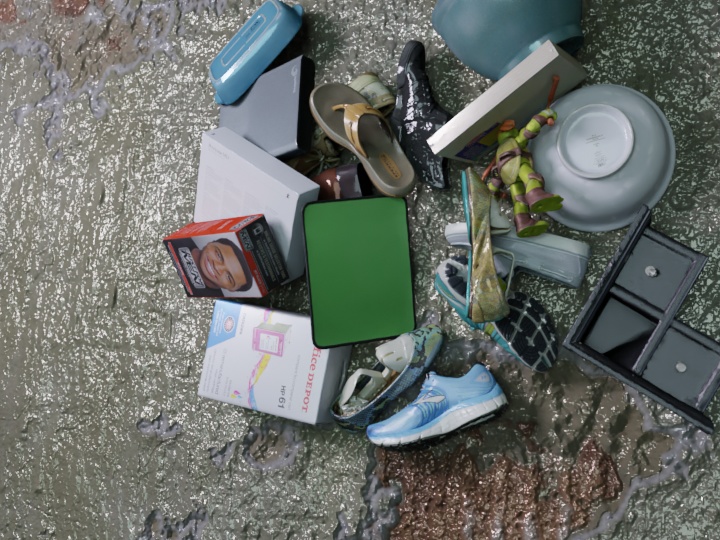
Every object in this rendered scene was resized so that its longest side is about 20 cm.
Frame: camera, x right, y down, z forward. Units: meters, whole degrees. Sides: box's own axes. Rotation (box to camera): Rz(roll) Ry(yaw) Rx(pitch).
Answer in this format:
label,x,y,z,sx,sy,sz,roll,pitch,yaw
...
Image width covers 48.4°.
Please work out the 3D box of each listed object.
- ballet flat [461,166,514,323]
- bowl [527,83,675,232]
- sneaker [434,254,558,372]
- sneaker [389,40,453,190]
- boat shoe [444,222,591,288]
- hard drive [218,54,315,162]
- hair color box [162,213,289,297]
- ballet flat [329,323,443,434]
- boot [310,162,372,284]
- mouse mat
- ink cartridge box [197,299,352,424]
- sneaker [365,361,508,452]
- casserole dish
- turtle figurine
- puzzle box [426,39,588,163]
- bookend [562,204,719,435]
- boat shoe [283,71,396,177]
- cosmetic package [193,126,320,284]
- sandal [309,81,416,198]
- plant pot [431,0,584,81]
label,x,y,z,sx,sy,sz,roll,pitch,yaw
ballet flat,0.163,-0.033,1.018,0.069,0.071,0.204,-5,75,19
bowl,0.308,-0.158,1.045,0.198,0.090,0.205,-3,82,20
sneaker,0.182,0.058,1.075,0.200,0.080,0.078,43,66,4
sneaker,0.098,-0.223,1.147,0.103,0.060,0.204,12,93,23
boat shoe,0.204,-0.018,1.074,0.198,0.070,0.073,11,85,19
hard drive,-0.144,-0.223,1.199,0.198,0.033,0.142,-10,72,44
hair color box,-0.199,-0.018,1.162,0.198,0.061,0.103,-3,114,47
ballet flat,0.032,0.144,1.110,0.074,0.074,0.201,43,97,19
boot,-0.071,-0.047,1.183,0.197,0.068,0.192,-13,92,24
mouse mat,0.000,0.000,1.108,0.158,0.008,0.204,-6,94,-21
ink cartridge box,-0.122,0.131,1.166,0.197,0.085,0.147,9,86,19
sneaker,0.098,0.186,1.094,0.197,0.078,0.091,-23,66,7
casserole dish,-0.169,-0.344,1.237,0.200,0.039,0.122,-44,36,10
turtle figurine,0.208,-0.137,1.027,0.201,0.063,0.163,-55,38,45
puzzle box,0.192,-0.213,1.047,0.199,0.132,0.026,-37,74,26
bookend,0.386,0.061,0.986,0.199,0.092,0.201,32,94,20
boat shoe,-0.036,-0.204,1.183,0.200,0.073,0.063,-44,69,11
cosmetic package,-0.156,-0.096,1.167,0.199,0.051,0.153,34,130,26
sandal,0.009,-0.190,1.112,0.080,0.054,0.201,-36,80,-17
plant pot,0.210,-0.323,1.049,0.199,0.200,0.136,-31,80,13
